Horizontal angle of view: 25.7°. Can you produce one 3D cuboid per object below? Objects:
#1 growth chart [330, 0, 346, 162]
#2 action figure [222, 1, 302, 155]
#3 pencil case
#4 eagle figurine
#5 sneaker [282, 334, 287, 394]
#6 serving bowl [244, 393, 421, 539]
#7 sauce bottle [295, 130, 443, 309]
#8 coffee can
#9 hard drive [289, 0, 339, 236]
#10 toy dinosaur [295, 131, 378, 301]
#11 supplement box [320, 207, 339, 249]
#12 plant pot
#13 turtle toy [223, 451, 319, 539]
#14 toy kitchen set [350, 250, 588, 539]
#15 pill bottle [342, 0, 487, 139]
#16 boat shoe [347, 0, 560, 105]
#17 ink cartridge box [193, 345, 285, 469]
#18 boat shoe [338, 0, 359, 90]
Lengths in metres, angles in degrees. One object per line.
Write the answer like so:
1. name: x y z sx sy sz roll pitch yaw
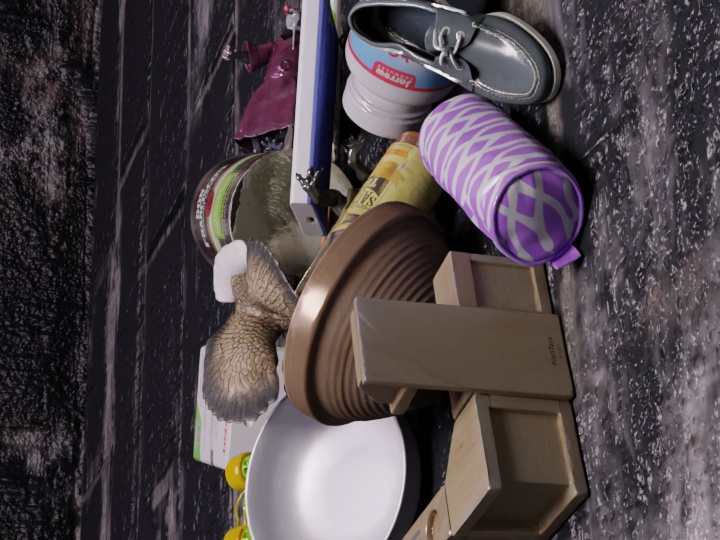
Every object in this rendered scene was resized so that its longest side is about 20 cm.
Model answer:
1. growth chart: -0.027 -0.205 1.701 0.200 0.018 0.146 89 -175 -74
2. action figure: -0.081 -0.227 1.883 0.149 0.133 0.202 44 -126 -57
3. pencil case: 0.107 -0.072 1.226 0.086 0.083 0.200 65 178 -26
4. eagle figurine: -0.089 0.043 1.523 0.153 0.150 0.200 68 -160 -5
5. sneaker: -0.059 0.103 1.689 0.115 0.075 0.200 -68 28 25
6. serving bowl: -0.016 0.201 1.468 0.199 0.066 0.202 -16 65 37
7. sauce bottle: 0.011 -0.031 1.387 0.201 0.066 0.066 -57 7 -24
8. coffee can: -0.098 -0.059 1.748 0.200 0.145 0.148 -173 89 -72
9. hard drive: -0.043 -0.146 1.513 0.132 0.025 0.203 70 -157 -77
10. toy dinosaur: -0.009 -0.067 1.435 0.047 0.200 0.089 1 126 44
11. supplement box: 0.000 0.000 1.509 0.200 0.068 0.067 -96 18 -67
12. plant pot: 0.032 0.051 1.329 0.092 0.200 0.203 26 116 28
13. turtle toy: -0.060 0.258 1.597 0.145 0.101 0.202 -21 61 41
14. toy kitchen set: 0.051 0.114 1.203 0.181 0.161 0.202 119 152 -50
15. pill bottle: 0.049 -0.220 1.401 0.109 0.107 0.201 -103 25 -46
16. boat shoe: 0.072 -0.178 1.267 0.199 0.061 0.074 32 128 35
17. ink cartridge box: -0.139 0.165 1.907 0.200 0.083 0.147 172 102 -72
18. boat shoe: 0.013 -0.232 1.554 0.075 0.066 0.200 50 142 8
